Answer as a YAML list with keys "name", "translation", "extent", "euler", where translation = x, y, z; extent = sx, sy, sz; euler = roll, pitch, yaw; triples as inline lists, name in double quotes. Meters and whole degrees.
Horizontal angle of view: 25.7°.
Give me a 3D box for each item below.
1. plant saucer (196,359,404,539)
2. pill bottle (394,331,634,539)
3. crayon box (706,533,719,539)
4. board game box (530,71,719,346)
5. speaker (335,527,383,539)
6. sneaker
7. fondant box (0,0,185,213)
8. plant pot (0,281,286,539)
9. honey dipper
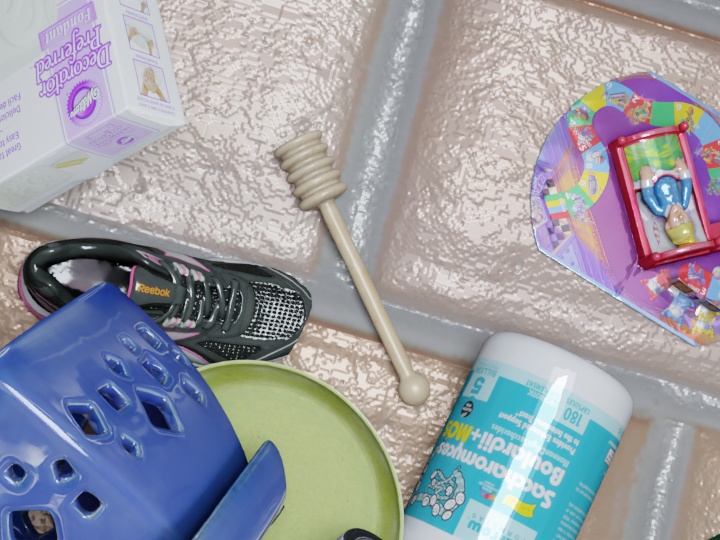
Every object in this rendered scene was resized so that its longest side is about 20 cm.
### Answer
- name: "plant saucer"
  translation: [-0.068, 0.155, 1.031]
  extent: [0.198, 0.031, 0.202]
  euler: [1, 97, 10]
- name: "pill bottle"
  translation: [0.093, 0.150, 1.035]
  extent: [0.110, 0.111, 0.201]
  euler: [26, 80, -2]
- name: "crayon box"
  translation: [0.276, 0.277, 1.063]
  extent: [0.172, 0.058, 0.201]
  euler: [-24, 85, -8]
- name: "board game box"
  translation: [0.223, -0.050, 1.112]
  extent: [0.199, 0.039, 0.159]
  euler: [32, 80, -1]
- name: "speaker"
  translation: [-0.051, 0.253, 0.982]
  extent: [0.200, 0.081, 0.081]
  euler: [-44, 88, 16]
- name: "sneaker"
  translation: [-0.130, 0.021, 1.042]
  extent: [0.198, 0.086, 0.081]
  euler: [5, 83, -6]
- name: "fondant box"
  translation: [-0.203, -0.158, 1.022]
  extent: [0.144, 0.058, 0.201]
  euler: [-25, 71, 28]
- name: "plant pot"
  translation: [-0.164, 0.152, 0.932]
  extent: [0.179, 0.200, 0.200]
  euler: [38, 107, 1]
- name: "honey dipper"
  translation: [0.000, 0.000, 1.086]
  extent: [0.038, 0.038, 0.201]
  euler: [-26, 87, -9]
